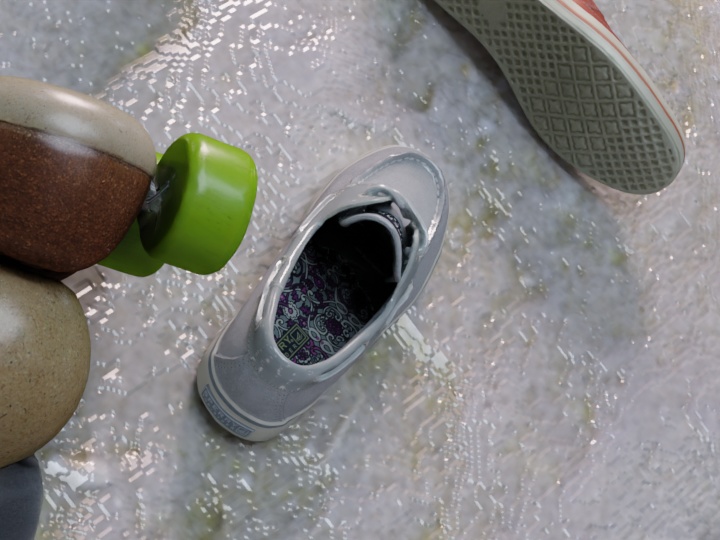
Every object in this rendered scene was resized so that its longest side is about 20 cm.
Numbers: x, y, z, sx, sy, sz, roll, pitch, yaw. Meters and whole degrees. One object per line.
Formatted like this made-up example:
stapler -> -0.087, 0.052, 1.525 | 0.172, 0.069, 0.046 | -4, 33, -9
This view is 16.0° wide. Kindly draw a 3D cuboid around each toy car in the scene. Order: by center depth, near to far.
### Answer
toy car -> -0.158, 0.024, 1.034 | 0.164, 0.158, 0.201 | 18, 82, -22

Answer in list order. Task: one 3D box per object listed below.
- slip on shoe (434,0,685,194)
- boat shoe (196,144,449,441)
slip on shoe -> 0.101, -0.125, 1.339 | 0.200, 0.074, 0.061 | 48, 42, 6
boat shoe -> -0.001, 0.000, 1.179 | 0.070, 0.071, 0.201 | 43, 46, -6
